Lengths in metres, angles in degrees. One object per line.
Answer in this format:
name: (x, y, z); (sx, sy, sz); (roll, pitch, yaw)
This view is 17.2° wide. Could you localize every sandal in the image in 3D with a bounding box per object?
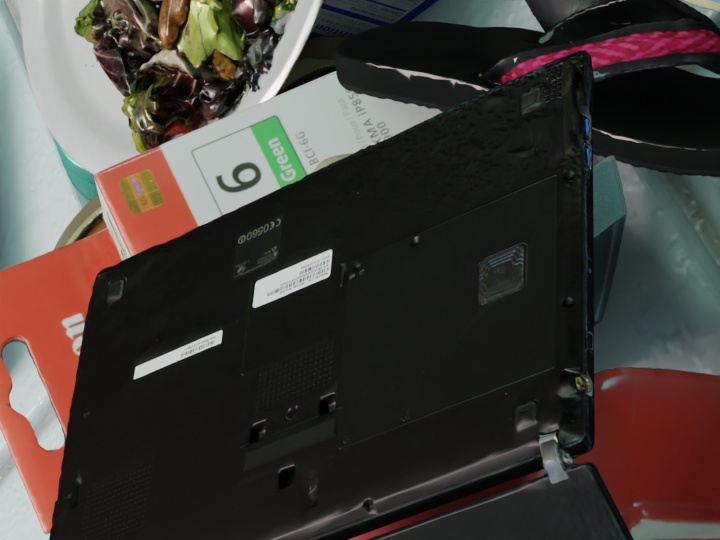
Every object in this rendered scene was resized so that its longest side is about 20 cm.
sandal: (0.080, -0.071, 0.805); (0.200, 0.075, 0.045); (13, 115, 27)

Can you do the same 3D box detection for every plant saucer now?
plant saucer: (0.055, 0.012, 0.770); (0.070, 0.200, 0.019); (-38, 78, -4)

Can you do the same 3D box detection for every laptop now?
laptop: (0.012, 0.073, 0.630); (0.177, 0.103, 0.200); (-23, 44, 30)

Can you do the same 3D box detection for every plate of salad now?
plate of salad: (-0.081, -0.133, 0.934); (0.200, 0.048, 0.200); (-12, 72, 44)

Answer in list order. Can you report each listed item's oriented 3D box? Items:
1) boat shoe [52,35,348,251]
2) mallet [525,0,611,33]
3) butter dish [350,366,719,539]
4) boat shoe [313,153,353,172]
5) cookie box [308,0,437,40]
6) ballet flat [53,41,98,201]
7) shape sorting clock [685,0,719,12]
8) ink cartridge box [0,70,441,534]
boat shoe: (-0.061, -0.010, 0.971); (0.200, 0.072, 0.068); (-44, 51, 30)
mallet: (0.098, -0.149, 0.810); (0.200, 0.041, 0.066); (112, 141, -52)
butter dish: (0.032, 0.100, 0.739); (0.148, 0.200, 0.200); (29, 101, 32)
boat shoe: (0.000, 0.000, 0.768); (0.065, 0.200, 0.071); (49, 126, 13)
cookie box: (0.026, -0.208, 0.929); (0.200, 0.075, 0.171); (-33, 58, 36)
ballet flat: (-0.090, -0.126, 1.027); (0.067, 0.070, 0.200); (11, 90, 2)
shape sorting clock: (0.131, -0.166, 0.735); (0.200, 0.039, 0.200); (14, 126, 19)
ink cartridge box: (-0.044, 0.005, 0.865); (0.200, 0.050, 0.109); (-23, 70, -10)
